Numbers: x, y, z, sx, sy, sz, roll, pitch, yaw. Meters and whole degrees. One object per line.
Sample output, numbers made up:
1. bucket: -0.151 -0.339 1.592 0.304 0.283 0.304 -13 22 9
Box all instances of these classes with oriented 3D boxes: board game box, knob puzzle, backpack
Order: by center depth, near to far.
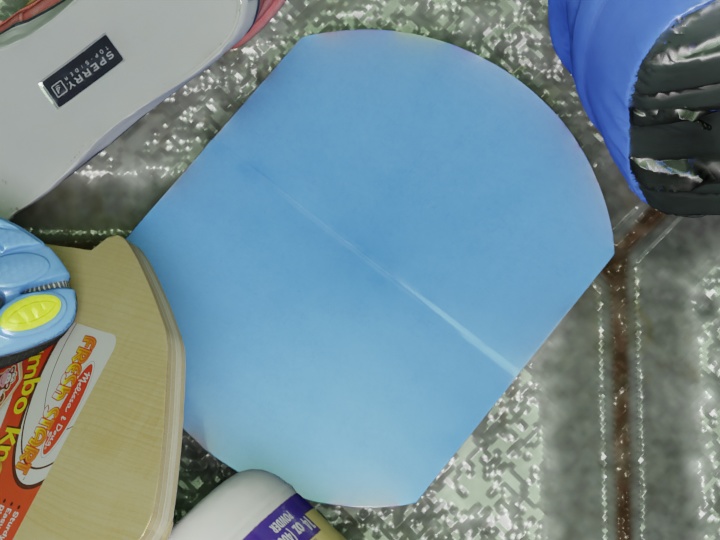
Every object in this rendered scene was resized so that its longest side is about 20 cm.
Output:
1. knob puzzle: -0.125 0.080 0.909 0.030 0.220 0.220 35 77 -37
2. backpack: 0.171 -0.119 0.956 0.200 0.163 0.168 -23 52 -6
3. board game box: 0.000 0.000 0.986 0.158 0.039 0.200 37 75 10

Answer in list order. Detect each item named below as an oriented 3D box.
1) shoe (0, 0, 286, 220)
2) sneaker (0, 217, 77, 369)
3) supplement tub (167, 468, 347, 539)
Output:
1. shoe: -0.114 -0.081 0.981 0.200 0.091 0.072 -30 96 22
2. sneaker: -0.199 0.029 0.935 0.199 0.083 0.071 -18 65 15
3. supplement tub: -0.016 0.188 0.894 0.200 0.145 0.145 43 81 6
